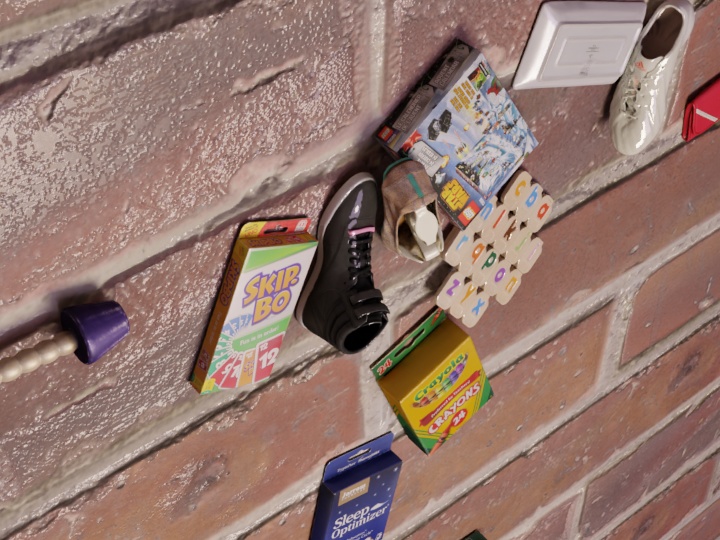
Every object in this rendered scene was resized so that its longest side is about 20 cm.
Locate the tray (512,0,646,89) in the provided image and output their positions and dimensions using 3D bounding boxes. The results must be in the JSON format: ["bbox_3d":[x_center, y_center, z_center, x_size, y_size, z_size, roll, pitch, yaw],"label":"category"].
[{"bbox_3d":[0.261,-0.257,1.402,0.200,0.022,0.107,-11,131,-42],"label":"tray"}]

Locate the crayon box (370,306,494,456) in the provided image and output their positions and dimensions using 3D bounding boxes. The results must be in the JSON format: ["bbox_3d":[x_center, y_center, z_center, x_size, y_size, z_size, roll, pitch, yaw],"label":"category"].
[{"bbox_3d":[0.096,0.146,1.572,0.127,0.051,0.200,-42,144,-10],"label":"crayon box"}]

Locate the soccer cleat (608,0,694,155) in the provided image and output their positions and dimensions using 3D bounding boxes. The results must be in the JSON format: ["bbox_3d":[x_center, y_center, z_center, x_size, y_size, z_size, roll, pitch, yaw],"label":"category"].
[{"bbox_3d":[0.347,-0.236,1.473,0.078,0.069,0.200,-19,131,-63],"label":"soccer cleat"}]

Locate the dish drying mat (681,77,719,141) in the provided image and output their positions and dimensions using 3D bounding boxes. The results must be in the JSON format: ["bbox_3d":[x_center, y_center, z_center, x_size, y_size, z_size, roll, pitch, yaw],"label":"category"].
[{"bbox_3d":[0.526,-0.257,1.701,0.200,0.018,0.077,-35,142,-20],"label":"dish drying mat"}]

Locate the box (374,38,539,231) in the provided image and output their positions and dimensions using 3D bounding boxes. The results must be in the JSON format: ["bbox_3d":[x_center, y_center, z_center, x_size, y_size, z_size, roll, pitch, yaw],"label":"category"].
[{"bbox_3d":[0.109,-0.142,1.324,0.137,0.040,0.200,-50,146,-2],"label":"box"}]

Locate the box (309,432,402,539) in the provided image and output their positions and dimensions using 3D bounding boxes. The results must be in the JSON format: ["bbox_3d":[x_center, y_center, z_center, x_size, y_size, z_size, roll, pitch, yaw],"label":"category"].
[{"bbox_3d":[-0.008,0.317,1.634,0.121,0.032,0.200,-20,134,-36],"label":"box"}]

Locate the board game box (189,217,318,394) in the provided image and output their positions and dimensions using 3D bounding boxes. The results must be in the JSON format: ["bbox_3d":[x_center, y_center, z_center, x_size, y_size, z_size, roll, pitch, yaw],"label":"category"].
[{"bbox_3d":[-0.109,0.037,1.263,0.095,0.030,0.200,-8,125,-45],"label":"board game box"}]

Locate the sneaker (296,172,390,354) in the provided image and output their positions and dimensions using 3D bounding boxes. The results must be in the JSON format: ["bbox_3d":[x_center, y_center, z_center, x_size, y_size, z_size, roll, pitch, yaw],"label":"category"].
[{"bbox_3d":[0.000,0.000,1.284,0.071,0.099,0.200,-8,127,-42],"label":"sneaker"}]

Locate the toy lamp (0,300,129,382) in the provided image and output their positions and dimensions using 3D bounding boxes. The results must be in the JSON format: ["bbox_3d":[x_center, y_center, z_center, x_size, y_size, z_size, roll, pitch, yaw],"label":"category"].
[{"bbox_3d":[-0.297,0.080,1.065,0.200,0.058,0.058,-26,139,-31],"label":"toy lamp"}]

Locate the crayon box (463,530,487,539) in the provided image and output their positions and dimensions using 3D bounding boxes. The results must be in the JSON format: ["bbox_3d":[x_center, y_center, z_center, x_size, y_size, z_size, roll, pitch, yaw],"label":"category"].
[{"bbox_3d":[0.153,0.533,1.999,0.126,0.052,0.200,-27,139,-30],"label":"crayon box"}]

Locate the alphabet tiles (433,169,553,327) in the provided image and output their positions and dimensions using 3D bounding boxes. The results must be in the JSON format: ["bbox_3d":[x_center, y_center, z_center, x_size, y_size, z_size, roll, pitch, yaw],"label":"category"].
[{"bbox_3d":[0.166,-0.026,1.510,0.196,0.015,0.200,-56,145,0],"label":"alphabet tiles"}]

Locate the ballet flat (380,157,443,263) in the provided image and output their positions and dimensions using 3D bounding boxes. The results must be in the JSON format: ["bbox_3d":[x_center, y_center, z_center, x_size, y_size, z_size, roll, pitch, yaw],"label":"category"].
[{"bbox_3d":[0.058,-0.047,1.295,0.068,0.067,0.200,-33,158,-4],"label":"ballet flat"}]
